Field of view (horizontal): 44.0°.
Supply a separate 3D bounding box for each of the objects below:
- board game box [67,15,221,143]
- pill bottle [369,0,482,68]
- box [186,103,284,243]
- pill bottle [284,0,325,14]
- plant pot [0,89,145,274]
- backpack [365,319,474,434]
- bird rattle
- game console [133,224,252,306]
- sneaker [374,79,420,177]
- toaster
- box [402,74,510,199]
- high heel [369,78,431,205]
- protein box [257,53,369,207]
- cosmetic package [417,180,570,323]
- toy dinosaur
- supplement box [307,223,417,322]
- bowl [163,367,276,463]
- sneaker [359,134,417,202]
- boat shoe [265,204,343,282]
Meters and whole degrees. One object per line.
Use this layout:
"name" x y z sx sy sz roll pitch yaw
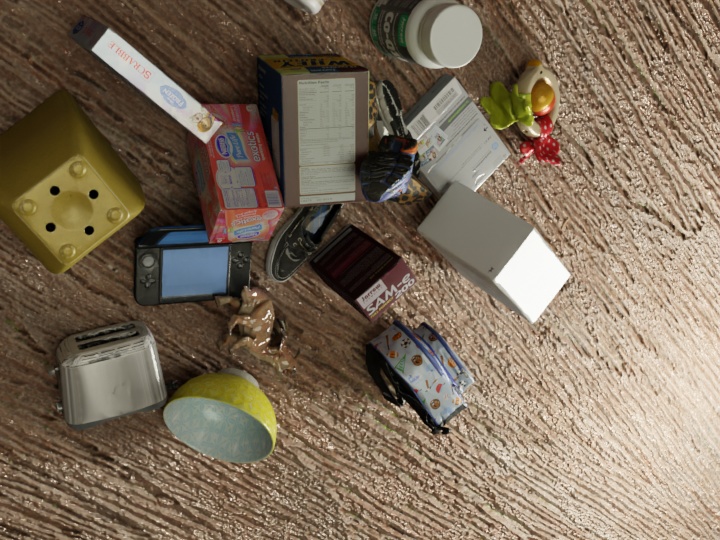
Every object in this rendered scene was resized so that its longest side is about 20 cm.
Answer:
"board game box" -0.309 -0.274 1.267 0.200 0.199 0.041 39 89 -33
"pill bottle" 0.104 -0.388 1.434 0.113 0.200 0.114 -9 113 -23
"box" -0.196 -0.150 1.367 0.102 0.201 0.095 -4 152 -26
"pill bottle" -0.064 -0.505 1.355 0.111 0.111 0.201 28 94 -32
"plant pot" -0.424 -0.111 1.271 0.195 0.200 0.195 -40 122 -9
"backpack" 0.107 0.184 1.671 0.154 0.200 0.191 -48 116 -9
"bird rattle" 0.328 -0.294 1.650 0.200 0.112 0.164 34 75 -36
"game console" -0.256 -0.010 1.441 0.199 0.118 0.171 -4 113 -25
"sneaker" 0.043 -0.222 1.523 0.074 0.080 0.201 -46 122 -57
"toaster" -0.398 0.165 1.443 0.199 0.114 0.130 -13 112 -20
"box" 0.163 -0.229 1.620 0.156 0.041 0.200 -46 121 -3
"high heel" 0.055 -0.207 1.451 0.142 0.071 0.201 9 115 9
"protein box" -0.078 -0.225 1.396 0.134 0.199 0.201 -5 112 -15
"cosmetic package" 0.242 -0.034 1.613 0.123 0.199 0.200 -53 141 0
"toy dinosaur" -0.174 0.089 1.533 0.135 0.086 0.201 -14 125 -23
"supplement box" 0.000 0.000 1.530 0.109 0.200 0.061 -42 122 -6
"bowl" -0.229 0.236 1.545 0.200 0.199 0.108 51 40 -32
"sneaker" 0.048 -0.141 1.348 0.075 0.200 0.079 10 117 14
"boat shoe" -0.091 -0.061 1.539 0.070 0.066 0.200 36 90 -33
